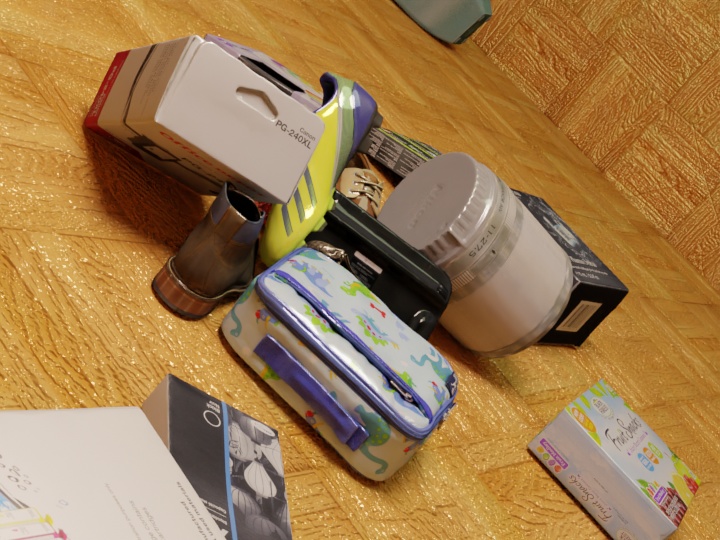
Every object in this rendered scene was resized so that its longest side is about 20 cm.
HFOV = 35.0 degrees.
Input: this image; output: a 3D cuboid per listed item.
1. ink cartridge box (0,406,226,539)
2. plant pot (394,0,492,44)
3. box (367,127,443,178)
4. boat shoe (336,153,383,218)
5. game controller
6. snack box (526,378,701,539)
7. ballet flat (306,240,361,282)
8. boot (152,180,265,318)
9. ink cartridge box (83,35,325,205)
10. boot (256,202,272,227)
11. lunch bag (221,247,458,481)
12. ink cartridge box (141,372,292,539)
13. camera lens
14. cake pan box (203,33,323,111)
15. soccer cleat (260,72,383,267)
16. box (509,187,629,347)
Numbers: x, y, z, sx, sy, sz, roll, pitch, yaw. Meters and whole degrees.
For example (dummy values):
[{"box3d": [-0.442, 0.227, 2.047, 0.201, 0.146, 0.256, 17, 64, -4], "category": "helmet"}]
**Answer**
[{"box3d": [-0.156, 0.154, 0.432, 0.145, 0.148, 0.199, 51, 22, 25], "category": "ink cartridge box"}, {"box3d": [0.226, -0.689, 2.909, 0.201, 0.196, 0.196, 51, 20, 4], "category": "plant pot"}, {"box3d": [0.118, -0.138, 1.674, 0.199, 0.048, 0.192, 37, 16, 29], "category": "box"}, {"box3d": [-0.012, -0.087, 1.331, 0.075, 0.074, 0.201, 31, 22, -27], "category": "boat shoe"}, {"box3d": [0.000, 0.000, 1.143, 0.199, 0.105, 0.042, 36, -8, -15], "category": "game controller"}, {"box3d": [0.287, 0.216, 1.272, 0.169, 0.068, 0.200, 47, 19, 14], "category": "snack box"}, {"box3d": [0.012, 0.048, 1.095, 0.200, 0.046, 0.067, 50, 13, -13], "category": "ballet flat"}, {"box3d": [-0.106, -0.031, 0.996, 0.074, 0.097, 0.200, 39, 20, -5], "category": "boot"}, {"box3d": [-0.144, -0.131, 1.024, 0.144, 0.084, 0.199, 31, -10, -29], "category": "ink cartridge box"}, {"box3d": [-0.087, -0.080, 1.183, 0.200, 0.075, 0.107, 41, 24, -7], "category": "boot"}, {"box3d": [-0.014, 0.076, 0.976, 0.200, 0.083, 0.161, 43, 22, 7], "category": "lunch bag"}, {"box3d": [-0.091, 0.155, 0.722, 0.099, 0.039, 0.201, 33, 22, -27], "category": "ink cartridge box"}, {"box3d": [0.129, -0.012, 1.275, 0.200, 0.159, 0.161, 43, 16, -30], "category": "camera lens"}, {"box3d": [-0.095, -0.212, 1.395, 0.183, 0.053, 0.200, 33, 11, 13], "category": "cake pan box"}, {"box3d": [-0.053, -0.096, 1.073, 0.083, 0.202, 0.065, 35, -20, -18], "category": "soccer cleat"}, {"box3d": [0.240, -0.007, 1.582, 0.200, 0.118, 0.196, 50, 21, 25], "category": "box"}]
